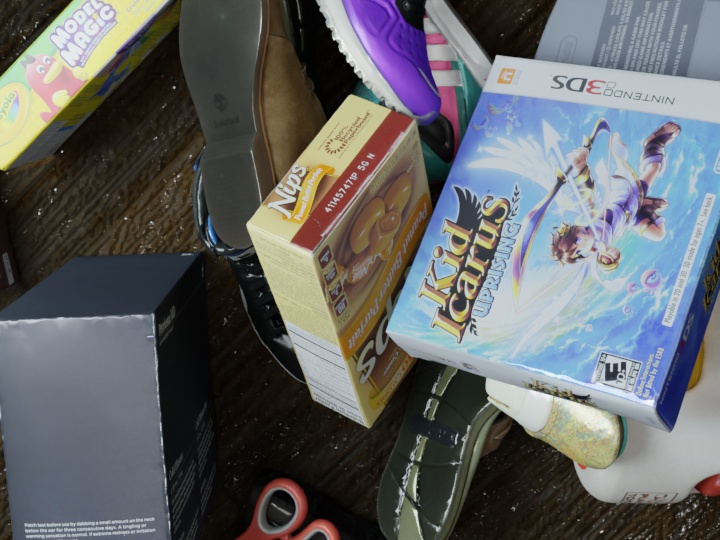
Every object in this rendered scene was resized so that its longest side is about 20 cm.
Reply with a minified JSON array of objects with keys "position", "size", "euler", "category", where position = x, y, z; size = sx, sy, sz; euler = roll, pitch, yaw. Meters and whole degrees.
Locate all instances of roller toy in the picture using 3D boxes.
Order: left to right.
[{"position":[0.204,0.065,0.806],"size":[0.137,0.201,0.185],"euler":[-1,114,1],"category":"roller toy"}]

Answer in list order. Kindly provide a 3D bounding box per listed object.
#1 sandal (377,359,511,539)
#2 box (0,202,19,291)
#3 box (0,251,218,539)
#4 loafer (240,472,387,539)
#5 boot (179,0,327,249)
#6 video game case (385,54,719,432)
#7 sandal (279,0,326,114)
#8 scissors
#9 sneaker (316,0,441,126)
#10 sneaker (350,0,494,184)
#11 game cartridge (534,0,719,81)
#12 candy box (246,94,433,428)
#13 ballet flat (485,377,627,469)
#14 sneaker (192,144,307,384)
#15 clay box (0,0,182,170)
[{"position":[0.073,0.109,0.875],"size":[0.079,0.057,0.203],"euler":[26,91,36],"category":"sandal"},{"position":[-0.358,-0.014,0.854],"size":[0.196,0.075,0.102],"euler":[-13,101,1],"category":"box"},{"position":[-0.163,0.096,0.809],"size":[0.102,0.200,0.186],"euler":[-1,101,1],"category":"box"},{"position":[-0.006,0.229,0.905],"size":[0.198,0.073,0.072],"euler":[31,104,4],"category":"loafer"},{"position":[-0.062,-0.120,0.747],"size":[0.073,0.075,0.204],"euler":[4,102,44],"category":"boot"},{"position":[0.130,-0.026,0.721],"size":[0.179,0.045,0.203],"euler":[13,74,35],"category":"video game case"},{"position":[-0.063,-0.158,0.823],"size":[0.056,0.080,0.205],"euler":[-3,102,15],"category":"sandal"},{"position":[-0.098,0.223,0.885],"size":[0.199,0.014,0.074],"euler":[-37,84,24],"category":"scissors"},{"position":[0.017,-0.194,0.744],"size":[0.098,0.070,0.202],"euler":[-28,87,11],"category":"sneaker"},{"position":[0.013,-0.138,0.825],"size":[0.120,0.084,0.201],"euler":[-40,100,-2],"category":"sneaker"},{"position":[0.179,-0.123,0.795],"size":[0.131,0.040,0.203],"euler":[12,78,24],"category":"game cartridge"},{"position":[0.000,0.000,0.780],"size":[0.055,0.201,0.116],"euler":[24,62,27],"category":"candy box"},{"position":[0.102,0.055,0.769],"size":[0.069,0.201,0.072],"euler":[-9,127,-12],"category":"ballet flat"},{"position":[-0.070,-0.001,0.831],"size":[0.072,0.112,0.203],"euler":[-18,99,13],"category":"sneaker"},{"position":[-0.172,-0.157,0.802],"size":[0.048,0.115,0.200],"euler":[44,98,-7],"category":"clay box"}]
